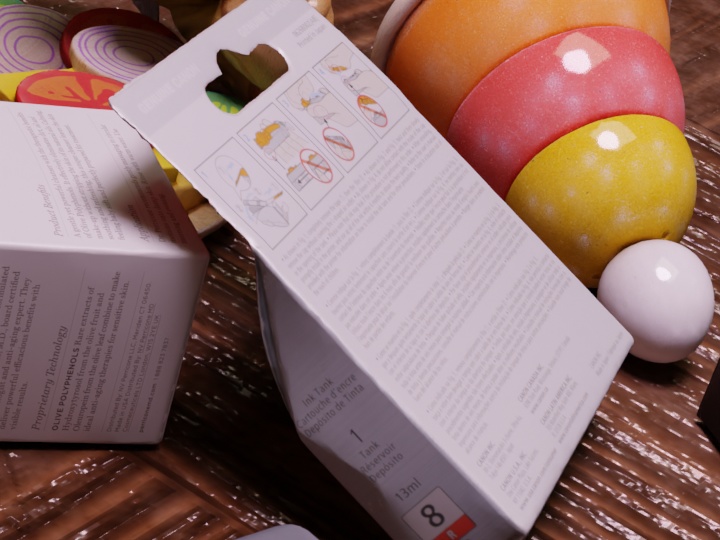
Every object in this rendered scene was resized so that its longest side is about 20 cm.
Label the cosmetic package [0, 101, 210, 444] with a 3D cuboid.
[{"bbox_3d":[-0.164,-0.005,0.756,0.198,0.085,0.108,3,31,-25],"label":"cosmetic package"}]

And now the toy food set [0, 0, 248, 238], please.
[{"bbox_3d":[-0.137,-0.067,0.924,0.197,0.049,0.200,-10,38,-41],"label":"toy food set"}]

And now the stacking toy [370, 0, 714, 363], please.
[{"bbox_3d":[0.096,-0.041,0.967,0.145,0.147,0.201,1,51,-28],"label":"stacking toy"}]

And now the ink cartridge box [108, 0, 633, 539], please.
[{"bbox_3d":[0.000,0.000,0.801,0.200,0.050,0.162,44,30,-1],"label":"ink cartridge box"}]

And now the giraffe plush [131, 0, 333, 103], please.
[{"bbox_3d":[-0.033,-0.177,0.993,0.173,0.162,0.200,49,-6,-12],"label":"giraffe plush"}]

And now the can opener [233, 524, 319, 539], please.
[{"bbox_3d":[-0.095,0.107,0.628,0.199,0.054,0.067,-13,41,-45],"label":"can opener"}]

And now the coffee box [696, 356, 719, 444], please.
[{"bbox_3d":[0.215,0.067,0.814,0.079,0.114,0.200,4,30,-24],"label":"coffee box"}]
